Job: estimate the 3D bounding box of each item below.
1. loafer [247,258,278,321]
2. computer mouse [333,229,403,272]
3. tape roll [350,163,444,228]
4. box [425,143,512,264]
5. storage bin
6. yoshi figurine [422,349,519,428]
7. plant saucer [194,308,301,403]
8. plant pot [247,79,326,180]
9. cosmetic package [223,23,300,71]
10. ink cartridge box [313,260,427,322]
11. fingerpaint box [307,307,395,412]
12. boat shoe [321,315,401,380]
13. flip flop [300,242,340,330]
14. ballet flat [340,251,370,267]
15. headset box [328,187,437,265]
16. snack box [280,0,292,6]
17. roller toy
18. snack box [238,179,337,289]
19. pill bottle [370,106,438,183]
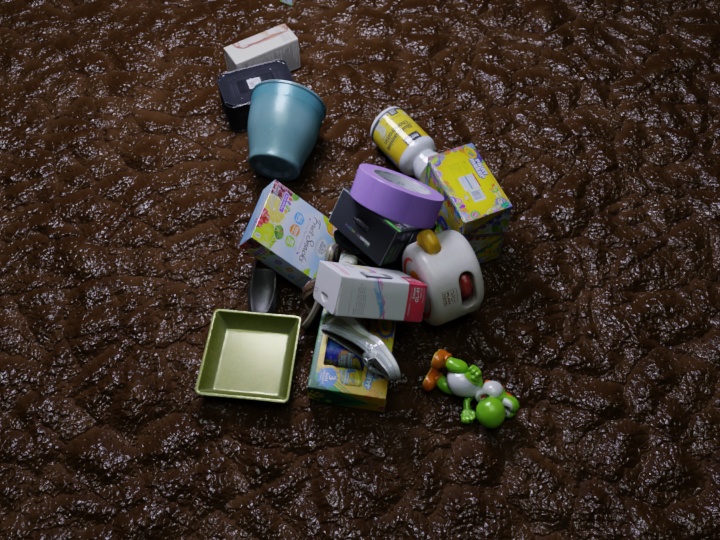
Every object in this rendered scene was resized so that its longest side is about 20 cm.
[{"bbox_3d":[-0.222,0.018,1.600,0.071,0.073,0.204,-1,57,-1],"label":"loafer"},{"bbox_3d":[0.019,-0.031,1.621,0.198,0.059,0.034,32,75,6],"label":"computer mouse"},{"bbox_3d":[0.079,-0.161,1.518,0.196,0.067,0.201,19,17,-6],"label":"tape roll"},{"bbox_3d":[0.239,-0.143,1.635,0.120,0.194,0.203,-18,59,-12],"label":"box"},{"bbox_3d":[-0.277,-0.474,1.911,0.196,0.095,0.137,-17,58,-12],"label":"storage bin"},{"bbox_3d":[0.224,0.251,1.436,0.197,0.113,0.113,26,76,14],"label":"yoshi figurine"},{"bbox_3d":[-0.233,0.188,1.503,0.194,0.048,0.204,5,56,3],"label":"plant saucer"},{"bbox_3d":[-0.198,-0.339,1.775,0.195,0.201,0.192,8,72,6],"label":"plant pot"},{"bbox_3d":[-0.275,-0.600,1.989,0.197,0.104,0.088,-28,59,-19],"label":"cosmetic package"},{"bbox_3d":[0.019,0.044,1.461,0.196,0.088,0.147,8,10,-25],"label":"ink cartridge box"},{"bbox_3d":[-0.015,0.180,1.493,0.163,0.074,0.204,8,57,4],"label":"fingerpaint box"},{"bbox_3d":[0.004,0.158,1.423,0.064,0.075,0.201,-39,60,-16],"label":"boat shoe"},{"bbox_3d":[-0.096,0.032,1.540,0.056,0.204,0.081,19,15,7],"label":"flip flop"},{"bbox_3d":[0.000,0.000,1.618,0.198,0.063,0.068,31,60,19],"label":"ballet flat"},{"bbox_3d":[0.048,-0.107,1.613,0.174,0.094,0.198,41,29,24],"label":"headset box"},{"bbox_3d":[-0.186,-0.943,2.189,0.052,0.143,0.202,22,58,13],"label":"snack box"},{"bbox_3d":[0.172,0.017,1.531,0.137,0.201,0.185,-20,71,-13],"label":"roller toy"},{"bbox_3d":[-0.156,-0.077,1.605,0.198,0.067,0.171,35,54,-25],"label":"snack box"},{"bbox_3d":[0.121,-0.316,1.796,0.111,0.113,0.201,-31,61,-19],"label":"pill bottle"}]
